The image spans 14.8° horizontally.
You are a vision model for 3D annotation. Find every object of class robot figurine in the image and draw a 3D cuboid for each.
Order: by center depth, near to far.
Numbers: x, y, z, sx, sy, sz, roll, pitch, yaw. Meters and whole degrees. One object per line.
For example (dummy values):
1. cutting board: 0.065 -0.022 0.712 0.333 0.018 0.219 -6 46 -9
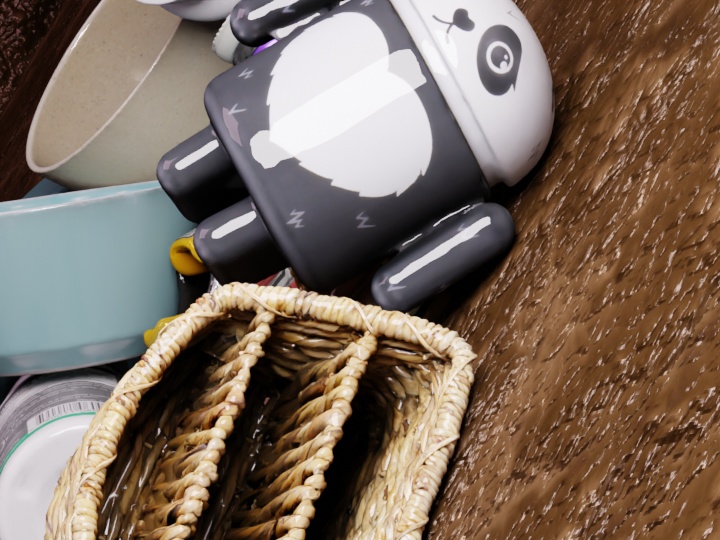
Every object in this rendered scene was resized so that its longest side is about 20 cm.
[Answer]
1. robot figurine: 0.000 -0.069 1.384 0.199 0.151 0.125 -29 22 1

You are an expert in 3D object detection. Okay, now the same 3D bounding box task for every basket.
1. basket: -0.056 0.103 1.285 0.149 0.142 0.201 -38 25 58

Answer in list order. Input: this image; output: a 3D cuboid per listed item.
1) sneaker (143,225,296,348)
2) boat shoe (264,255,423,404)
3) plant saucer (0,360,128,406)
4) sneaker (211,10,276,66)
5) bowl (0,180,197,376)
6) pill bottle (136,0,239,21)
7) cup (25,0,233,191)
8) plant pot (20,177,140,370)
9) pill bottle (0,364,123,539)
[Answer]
1. sneaker: -0.067 -0.016 1.697 0.078 0.082 0.201 -36 27 58
2. boat shoe: 0.000 0.000 1.455 0.201 0.067 0.072 -63 14 -15
3. plant saucer: -0.224 0.111 1.874 0.027 0.200 0.201 28 87 33
4. sneaker: 0.000 -0.141 1.738 0.200 0.099 0.070 -30 -23 -47
5. bowl: -0.190 0.006 1.750 0.201 0.200 0.106 -174 76 -75
6. pill bottle: -0.080 -0.214 1.749 0.112 0.111 0.200 -53 -16 24
7. cup: -0.114 -0.113 1.906 0.200 0.143 0.201 -43 25 25
8. plant pot: -0.192 -0.007 2.023 0.200 0.141 0.141 -52 13 -9
9. pill bottle: -0.175 0.122 1.733 0.113 0.113 0.200 -58 13 5
